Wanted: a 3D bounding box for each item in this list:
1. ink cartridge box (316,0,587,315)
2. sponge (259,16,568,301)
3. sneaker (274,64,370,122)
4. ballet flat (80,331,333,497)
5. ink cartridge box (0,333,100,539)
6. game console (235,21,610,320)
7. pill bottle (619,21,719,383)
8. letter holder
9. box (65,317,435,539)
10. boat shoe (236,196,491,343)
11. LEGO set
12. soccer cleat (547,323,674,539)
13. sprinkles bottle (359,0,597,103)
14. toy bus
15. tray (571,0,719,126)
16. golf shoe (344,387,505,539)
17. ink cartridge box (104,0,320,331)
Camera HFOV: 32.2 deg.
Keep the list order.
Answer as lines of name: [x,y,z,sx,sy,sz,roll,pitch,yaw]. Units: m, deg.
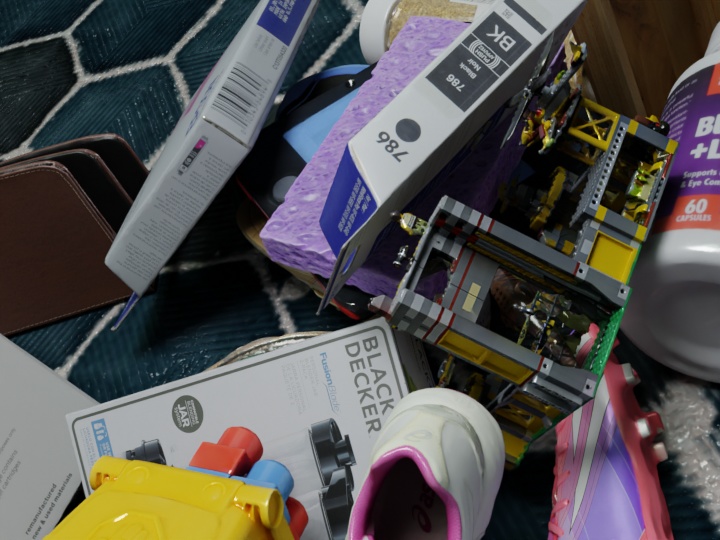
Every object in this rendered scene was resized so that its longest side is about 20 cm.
ink cartridge box: [0.036,-0.071,0.651,0.039,0.100,0.200,40,67,6]
sponge: [0.036,-0.071,0.738,0.110,0.030,0.201,16,57,26]
sneaker: [0.017,-0.095,0.870,0.198,0.071,0.078,1,44,30]
ballet flat: [-0.086,0.082,0.772,0.198,0.069,0.067,-25,21,6]
ink cartridge box: [-0.281,0.101,0.734,0.147,0.199,0.146,-23,33,53]
game console: [0.034,-0.072,0.774,0.199,0.031,0.177,-32,44,-10]
pill bottle: [0.211,-0.050,0.678,0.110,0.112,0.201,1,51,32]
letter holder: [-0.268,-0.039,0.934,0.198,0.143,0.101,-17,43,17]
box: [-0.052,0.104,0.686,0.198,0.060,0.118,-16,85,16]
boat shoe: [0.000,0.000,0.790,0.199,0.070,0.074,26,60,39]
LEGO set: [0.068,-0.009,0.627,0.115,0.154,0.202,26,76,-1]
soccer cleat: [0.119,0.110,0.621,0.076,0.067,0.202,-24,45,16]
sprinkles bottle: [0.091,-0.162,0.890,0.199,0.069,0.068,18,61,41]
toy bus: [-0.076,0.180,0.589,0.134,0.202,0.193,4,39,26]
tray: [0.171,-0.148,0.729,0.099,0.201,0.037,-47,43,-17]
golf shoe: [0.015,0.156,0.559,0.074,0.091,0.203,7,95,16]
ink cartridge box: [-0.113,-0.085,0.861,0.200,0.043,0.197,-46,18,37]
